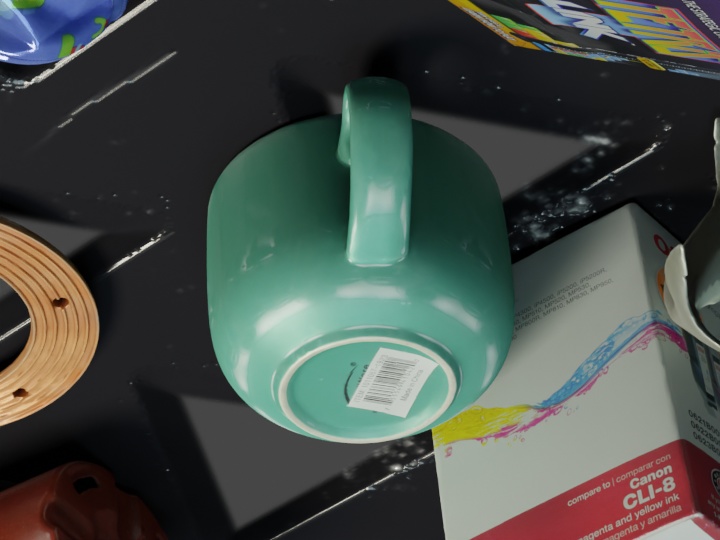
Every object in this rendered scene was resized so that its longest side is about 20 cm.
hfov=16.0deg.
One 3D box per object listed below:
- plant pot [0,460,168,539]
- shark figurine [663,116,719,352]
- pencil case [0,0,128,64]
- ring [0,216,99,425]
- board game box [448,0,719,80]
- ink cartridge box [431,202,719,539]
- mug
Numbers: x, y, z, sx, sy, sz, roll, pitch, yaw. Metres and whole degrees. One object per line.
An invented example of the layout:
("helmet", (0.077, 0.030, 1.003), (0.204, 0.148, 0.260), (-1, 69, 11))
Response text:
("plant pot", (-0.207, 0.214, 1.450), (0.195, 0.201, 0.201), (-29, 136, 17))
("shark figurine", (0.183, -0.027, 1.243), (0.128, 0.214, 0.090), (-2, 110, 46))
("pencil case", (-0.124, -0.171, 1.049), (0.087, 0.078, 0.200), (23, 140, 3))
("ring", (-0.236, 0.023, 1.332), (0.200, 0.019, 0.201), (-3, 142, -2))
("board game box", (0.111, -0.122, 1.028), (0.165, 0.057, 0.200), (13, 178, 23))
("ink cartridge box", (0.133, 0.099, 1.315), (0.145, 0.200, 0.145), (-29, 136, 25))
("mug", (-0.007, 0.006, 1.253), (0.152, 0.115, 0.185), (-20, 139, 20))
